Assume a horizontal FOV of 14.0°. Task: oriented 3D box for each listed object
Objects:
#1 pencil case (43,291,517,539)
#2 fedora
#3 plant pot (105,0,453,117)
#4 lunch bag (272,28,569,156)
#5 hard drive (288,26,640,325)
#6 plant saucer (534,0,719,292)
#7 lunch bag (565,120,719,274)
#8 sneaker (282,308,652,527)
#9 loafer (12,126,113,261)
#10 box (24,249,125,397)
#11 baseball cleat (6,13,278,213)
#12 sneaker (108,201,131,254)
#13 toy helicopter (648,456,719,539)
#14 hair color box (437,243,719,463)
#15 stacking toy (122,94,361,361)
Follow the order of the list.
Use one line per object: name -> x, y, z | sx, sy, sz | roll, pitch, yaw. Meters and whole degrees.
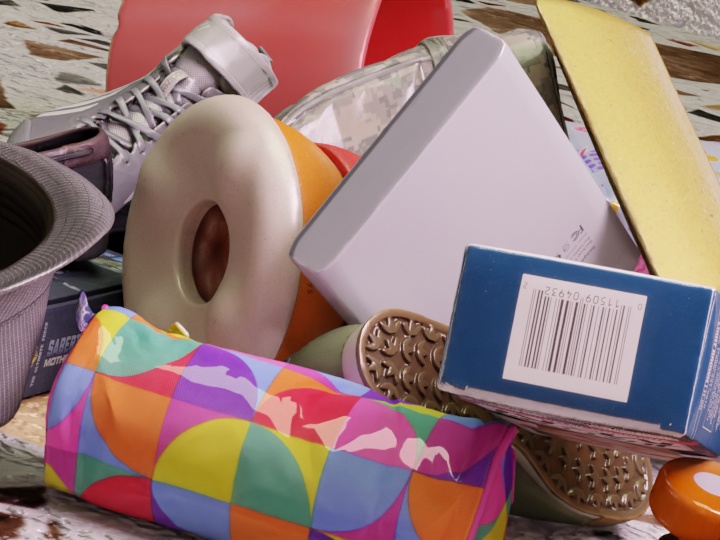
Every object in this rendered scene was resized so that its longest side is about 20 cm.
pencil case -> -0.034, 0.073, 1.203 | 0.200, 0.088, 0.088 | 19, 13, 13
fedora -> -0.194, 0.015, 1.232 | 0.177, 0.090, 0.200 | -27, 35, -36
plant pot -> -0.053, -0.118, 1.847 | 0.177, 0.201, 0.200 | 8, 10, 17
lunch bag -> 0.006, -0.038, 1.542 | 0.168, 0.140, 0.200 | -6, -6, -16
hard drive -> 0.053, -0.007, 1.344 | 0.027, 0.132, 0.200 | 33, -10, 34
plant saucer -> 0.160, -0.025, 1.473 | 0.048, 0.200, 0.200 | -23, -26, 5
lunch bag -> 0.187, -0.019, 1.764 | 0.169, 0.127, 0.200 | 7, 23, -14
sneaker -> 0.037, 0.072, 1.318 | 0.090, 0.067, 0.200 | -19, -32, 39
loafer -> -0.206, -0.041, 1.360 | 0.200, 0.063, 0.072 | 1, 19, -33
box -> -0.212, 0.002, 1.423 | 0.200, 0.051, 0.158 | 19, 15, 24
baseball cleat -> -0.112, -0.085, 1.520 | 0.070, 0.106, 0.200 | 43, 28, 7
sneaker -> -0.133, -0.012, 1.582 | 0.083, 0.072, 0.200 | 37, 21, 14
toy helicopter -> 0.146, 0.156, 1.098 | 0.132, 0.079, 0.200 | 24, 25, 9
hair color box -> 0.104, 0.039, 1.187 | 0.100, 0.061, 0.200 | 11, -5, 16
stacking toy -> 0.000, 0.000, 1.389 | 0.200, 0.146, 0.146 | 7, 13, -33
